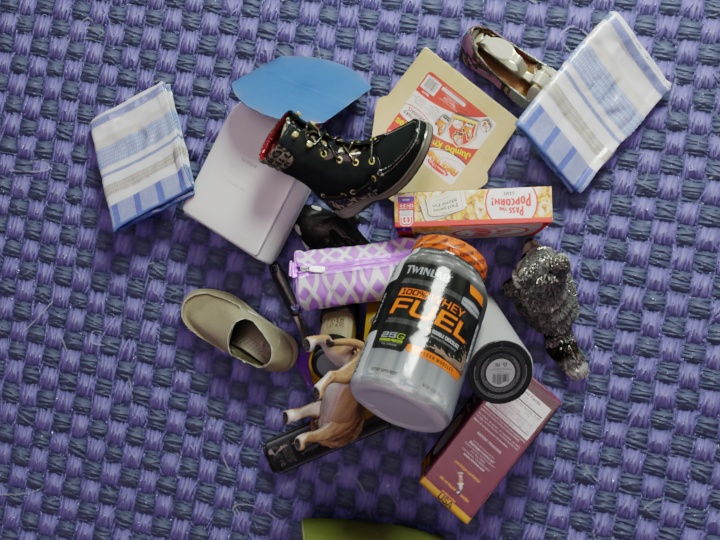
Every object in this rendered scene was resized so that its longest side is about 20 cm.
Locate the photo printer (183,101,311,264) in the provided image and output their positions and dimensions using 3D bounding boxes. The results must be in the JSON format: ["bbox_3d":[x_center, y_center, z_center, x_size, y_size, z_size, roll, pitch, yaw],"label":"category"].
[{"bbox_3d":[-0.147,-0.136,0.969,0.164,0.069,0.203,30,93,22],"label":"photo printer"}]

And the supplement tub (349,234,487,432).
[{"bbox_3d":[0.074,0.069,0.775,0.120,0.123,0.203,19,64,7],"label":"supplement tub"}]

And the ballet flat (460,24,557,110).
[{"bbox_3d":[0.225,-0.275,0.939,0.198,0.071,0.070,35,92,6],"label":"ballet flat"}]

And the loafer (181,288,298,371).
[{"bbox_3d":[-0.182,0.083,0.977,0.196,0.068,0.077,24,92,14],"label":"loafer"}]

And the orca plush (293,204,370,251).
[{"bbox_3d":[-0.027,-0.020,0.965,0.104,0.071,0.202,-34,85,5],"label":"orca plush"}]

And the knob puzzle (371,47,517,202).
[{"bbox_3d":[0.102,-0.183,0.973,0.213,0.030,0.226,0,89,6],"label":"knob puzzle"}]

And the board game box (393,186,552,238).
[{"bbox_3d":[0.146,-0.074,0.904,0.194,0.151,0.048,-2,86,7],"label":"board game box"}]

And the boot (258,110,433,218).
[{"bbox_3d":[-0.022,-0.149,0.836,0.152,0.202,0.075,28,55,-27],"label":"boot"}]

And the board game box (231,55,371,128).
[{"bbox_3d":[-0.083,-0.241,0.946,0.155,0.200,0.040,24,133,18],"label":"board game box"}]

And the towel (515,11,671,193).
[{"bbox_3d":[0.318,-0.224,0.913,0.147,0.024,0.201,42,91,-21],"label":"towel"}]

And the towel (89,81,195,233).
[{"bbox_3d":[-0.326,-0.172,0.999,0.144,0.024,0.204,-24,68,8],"label":"towel"}]

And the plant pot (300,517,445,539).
[{"bbox_3d":[0.024,0.421,0.911,0.194,0.187,0.193,-5,88,-8],"label":"plant pot"}]

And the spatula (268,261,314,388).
[{"bbox_3d":[-0.090,0.080,0.995,0.056,0.021,0.204,-26,85,14],"label":"spatula"}]

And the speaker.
[{"bbox_3d":[0.161,0.090,0.872,0.079,0.200,0.083,0,107,-1],"label":"speaker"}]

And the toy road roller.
[{"bbox_3d":[0.027,0.123,0.921,0.194,0.124,0.149,-3,122,7],"label":"toy road roller"}]

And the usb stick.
[{"bbox_3d":[-0.047,0.237,0.982,0.196,0.033,0.057,-25,93,6],"label":"usb stick"}]

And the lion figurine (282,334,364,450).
[{"bbox_3d":[-0.024,0.146,0.817,0.073,0.120,0.203,52,133,33],"label":"lion figurine"}]

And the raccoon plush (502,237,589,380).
[{"bbox_3d":[0.269,0.050,0.895,0.096,0.134,0.201,-38,85,3],"label":"raccoon plush"}]

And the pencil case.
[{"bbox_3d":[0.000,0.000,0.894,0.194,0.086,0.086,-9,60,-3],"label":"pencil case"}]

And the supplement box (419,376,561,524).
[{"bbox_3d":[0.172,0.223,0.916,0.085,0.110,0.202,37,93,6],"label":"supplement box"}]
